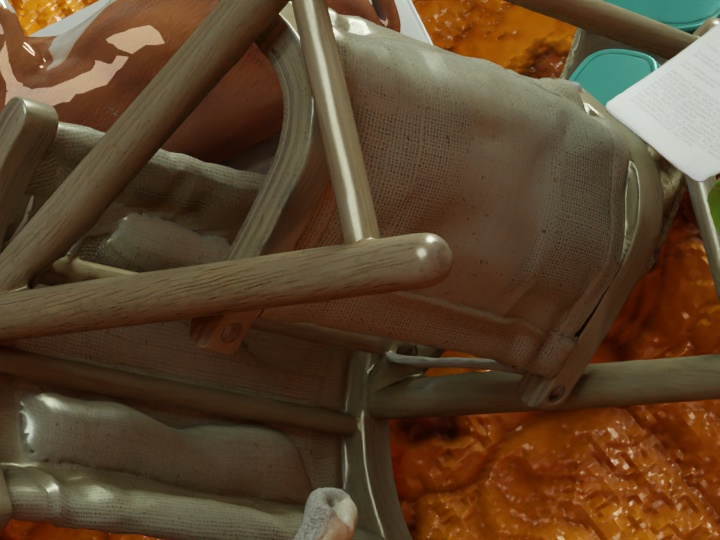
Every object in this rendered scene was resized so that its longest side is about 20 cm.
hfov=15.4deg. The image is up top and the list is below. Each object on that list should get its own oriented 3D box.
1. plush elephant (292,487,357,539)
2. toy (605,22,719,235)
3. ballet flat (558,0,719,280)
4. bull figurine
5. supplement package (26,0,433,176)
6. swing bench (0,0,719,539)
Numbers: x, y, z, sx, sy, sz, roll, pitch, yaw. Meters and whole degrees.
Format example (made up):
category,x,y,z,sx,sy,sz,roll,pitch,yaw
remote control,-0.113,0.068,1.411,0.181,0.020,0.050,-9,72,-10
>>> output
category,x,y,z,sx,sy,sz,roll,pitch,yaw
plush elephant,0.011,0.158,0.788,0.199,0.155,0.165,4,57,24
toy,0.181,-0.058,0.801,0.200,0.047,0.115,-35,58,-27
ballet flat,0.109,-0.070,0.980,0.070,0.065,0.200,18,63,32
bull figurine,-0.088,-0.065,0.894,0.199,0.065,0.122,-27,84,-9
supplement package,-0.059,-0.030,0.986,0.199,0.117,0.118,-26,50,1
swing bench,0.000,0.000,0.829,0.199,0.198,0.130,-28,63,35
